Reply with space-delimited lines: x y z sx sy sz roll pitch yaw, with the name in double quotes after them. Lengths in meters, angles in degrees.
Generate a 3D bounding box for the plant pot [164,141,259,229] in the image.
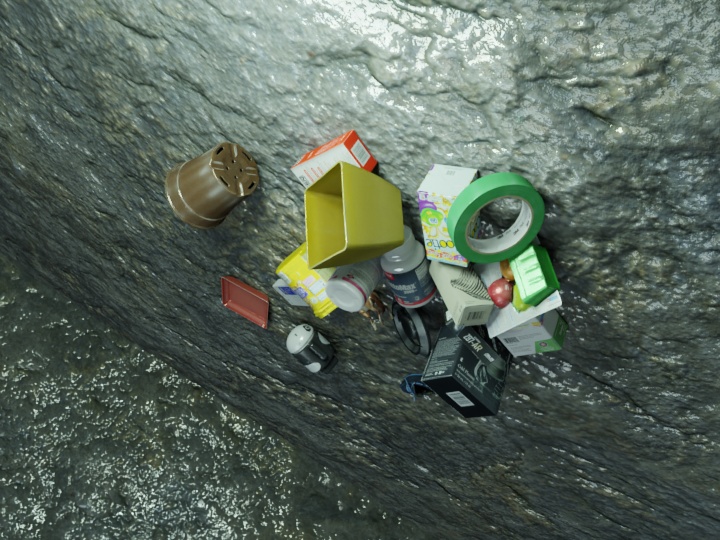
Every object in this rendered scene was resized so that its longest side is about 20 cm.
-0.389 -0.237 1.554 0.197 0.201 0.200 -20 120 41 "plant pot"

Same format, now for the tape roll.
0.280 -0.106 1.196 0.199 0.048 0.202 -8 133 -9 "tape roll"

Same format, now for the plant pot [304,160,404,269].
-0.009 -0.115 1.339 0.175 0.202 0.200 4 165 -30 "plant pot"

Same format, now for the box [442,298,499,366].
0.274 0.125 1.456 0.043 0.200 0.160 -39 107 20 "box"

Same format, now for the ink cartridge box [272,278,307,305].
-0.211 0.070 1.862 0.100 0.039 0.200 47 160 -19 "ink cartridge box"

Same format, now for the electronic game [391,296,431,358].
0.146 0.160 1.656 0.200 0.041 0.201 55 158 36 "electronic game"

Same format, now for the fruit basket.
0.348 0.033 1.307 0.093 0.187 0.200 5 150 -34 "fruit basket"

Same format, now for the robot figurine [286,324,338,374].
-0.172 0.282 2.063 0.200 0.125 0.150 44 126 -16 "robot figurine"

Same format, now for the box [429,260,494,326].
0.236 0.038 1.365 0.081 0.201 0.069 -4 132 -17 "box"

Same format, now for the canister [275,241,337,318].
-0.139 0.027 1.728 0.148 0.087 0.200 -37 106 27 "canister"

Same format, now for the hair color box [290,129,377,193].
-0.066 -0.252 1.381 0.199 0.061 0.102 -13 125 45 "hair color box"

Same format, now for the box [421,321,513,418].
0.299 0.270 1.596 0.200 0.197 0.124 41 143 -21 "box"

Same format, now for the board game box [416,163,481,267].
0.203 -0.121 1.289 0.104 0.103 0.201 12 140 27 "board game box"

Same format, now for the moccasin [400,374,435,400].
0.196 0.394 1.952 0.080 0.068 0.200 41 145 -12 "moccasin"

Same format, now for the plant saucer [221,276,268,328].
-0.419 0.111 2.122 0.199 0.037 0.200 28 145 8 "plant saucer"

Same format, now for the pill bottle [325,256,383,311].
0.000 0.000 1.511 0.113 0.201 0.114 21 144 16 "pill bottle"

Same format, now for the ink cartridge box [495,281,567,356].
0.398 0.114 1.438 0.200 0.084 0.144 47 143 -19 "ink cartridge box"

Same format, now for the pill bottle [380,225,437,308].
0.117 -0.012 1.478 0.119 0.120 0.201 5 136 34 "pill bottle"

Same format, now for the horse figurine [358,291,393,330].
0.029 0.114 1.748 0.133 0.050 0.200 55 153 3 "horse figurine"
